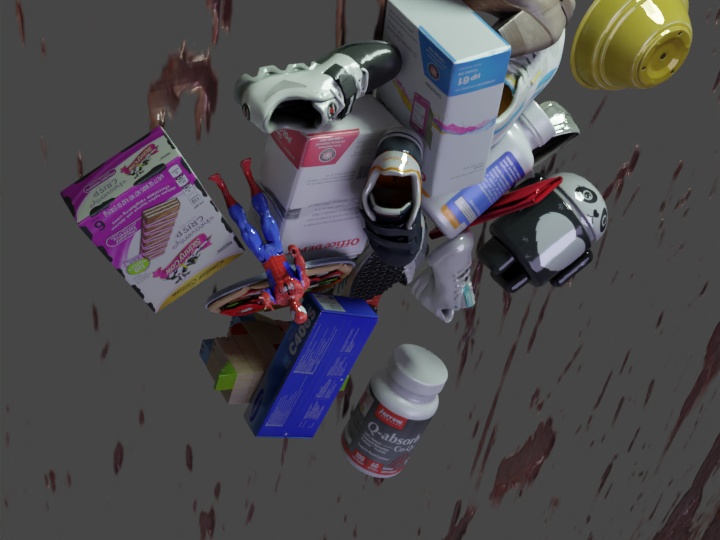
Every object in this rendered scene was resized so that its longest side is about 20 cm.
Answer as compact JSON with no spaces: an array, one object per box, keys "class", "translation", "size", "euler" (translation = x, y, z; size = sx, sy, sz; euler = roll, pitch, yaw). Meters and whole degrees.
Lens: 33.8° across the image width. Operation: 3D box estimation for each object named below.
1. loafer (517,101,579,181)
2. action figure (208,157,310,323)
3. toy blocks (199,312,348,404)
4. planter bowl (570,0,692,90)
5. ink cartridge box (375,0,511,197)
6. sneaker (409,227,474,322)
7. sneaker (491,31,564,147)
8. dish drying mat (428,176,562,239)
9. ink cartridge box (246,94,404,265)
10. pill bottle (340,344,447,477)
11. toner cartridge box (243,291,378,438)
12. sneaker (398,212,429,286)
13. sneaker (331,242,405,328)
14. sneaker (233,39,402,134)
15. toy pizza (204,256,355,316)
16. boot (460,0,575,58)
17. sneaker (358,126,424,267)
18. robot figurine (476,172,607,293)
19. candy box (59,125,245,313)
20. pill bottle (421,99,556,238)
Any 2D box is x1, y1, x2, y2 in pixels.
[{"class":"loafer","translation":[0.213,-0.154,1.645],"size":[0.200,0.070,0.070],"euler":[-40,148,2]},{"class":"action figure","translation":[-0.109,-0.029,1.362],"size":[0.065,0.201,0.099],"euler":[-26,-177,-3]},{"class":"toy blocks","translation":[-0.130,0.107,1.575],"size":[0.199,0.137,0.100],"euler":[-3,127,-33]},{"class":"planter bowl","translation":[0.391,-0.312,1.622],"size":[0.200,0.084,0.201],"euler":[-24,143,-20]},{"class":"ink cartridge box","translation":[0.091,-0.210,1.407],"size":[0.084,0.145,0.201],"euler":[-21,141,-24]},{"class":"sneaker","translation":[0.136,0.011,1.692],"size":[0.075,0.089,0.200],"euler":[-31,165,-22]},{"class":"sneaker","translation":[0.196,-0.246,1.479],"size":[0.201,0.076,0.081],"euler":[-59,172,-5]},{"class":"dish drying mat","translation":[0.180,-0.087,1.614],"size":[0.199,0.018,0.077],"euler":[-19,-166,48]},{"class":"ink cartridge box","translation":[-0.048,-0.107,1.449],"size":[0.145,0.085,0.201],"euler":[-11,134,-34]},{"class":"pill bottle","translation":[0.054,0.221,1.874],"size":[0.115,0.116,0.201],"euler":[-4,131,-40]},{"class":"toner cartridge box","translation":[-0.064,0.123,1.500],"size":[0.095,0.043,0.201],"euler":[10,119,-39]},{"class":"sneaker","translation":[0.050,-0.066,1.606],"size":[0.079,0.074,0.201],"euler":[-47,150,-19]},{"class":"sneaker","translation":[0.000,0.000,1.599],"size":[0.070,0.094,0.200],"euler":[-4,141,-24]},{"class":"sneaker","translation":[-0.035,-0.196,1.335],"size":[0.199,0.089,0.074],"euler":[-20,139,-13]},{"class":"toy pizza","translation":[-0.100,0.027,1.506],"size":[0.199,0.032,0.200],"euler":[-16,172,-2]},{"class":"boot","translation":[0.182,-0.350,1.401],"size":[0.146,0.070,0.201],"euler":[-42,122,-32]},{"class":"sneaker","translation":[0.036,-0.068,1.412],"size":[0.078,0.080,0.201],"euler":[6,133,9]},{"class":"robot figurine","translation":[0.273,-0.055,1.759],"size":[0.200,0.125,0.150],"euler":[-38,158,-1]},{"class":"candy box","translation":[-0.232,-0.053,1.358],"size":[0.136,0.061,0.200],"euler":[-35,145,-3]},{"class":"pill bottle","translation":[0.158,-0.146,1.568],"size":[0.200,0.112,0.112],"euler":[-41,145,2]}]
